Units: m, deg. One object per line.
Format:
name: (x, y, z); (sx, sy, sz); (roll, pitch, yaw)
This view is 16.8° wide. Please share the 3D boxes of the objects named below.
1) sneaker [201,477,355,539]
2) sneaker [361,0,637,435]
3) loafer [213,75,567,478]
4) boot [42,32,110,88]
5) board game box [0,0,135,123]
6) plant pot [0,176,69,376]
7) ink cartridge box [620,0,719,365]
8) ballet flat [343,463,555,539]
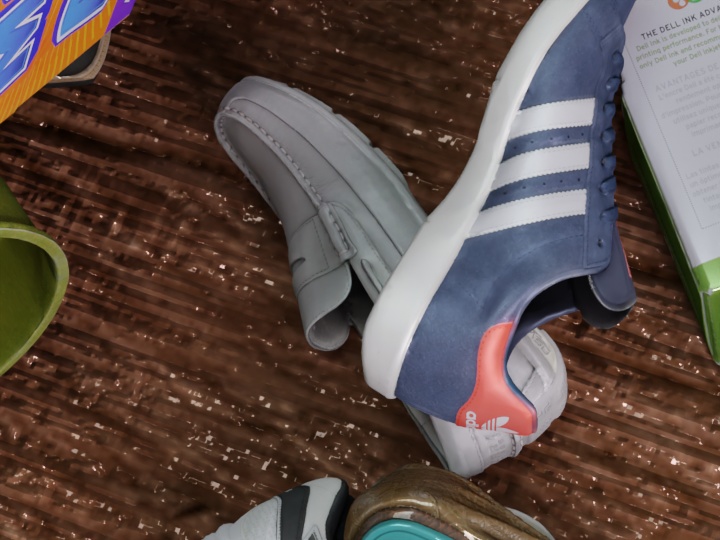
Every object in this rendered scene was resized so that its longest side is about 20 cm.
sneaker: (0.012, 0.162, 0.918); (0.087, 0.076, 0.200); (-36, 66, -5)
sneaker: (0.079, -0.028, 0.933); (0.084, 0.075, 0.201); (26, 82, 10)
loafer: (0.000, 0.000, 0.994); (0.070, 0.070, 0.200); (-37, 65, -15)
boot: (-0.135, -0.192, 1.047); (0.077, 0.138, 0.201); (-8, 78, -25)
board game box: (-0.179, -0.184, 0.886); (0.199, 0.201, 0.200); (32, 37, 6)
plant pot: (-0.250, -0.034, 0.971); (0.200, 0.200, 0.193); (-31, 73, -3)
ink cartridge box: (0.176, -0.085, 0.994); (0.147, 0.076, 0.201); (-20, 63, 2)
ballet flat: (0.082, 0.134, 0.911); (0.199, 0.072, 0.068); (32, 118, -5)
